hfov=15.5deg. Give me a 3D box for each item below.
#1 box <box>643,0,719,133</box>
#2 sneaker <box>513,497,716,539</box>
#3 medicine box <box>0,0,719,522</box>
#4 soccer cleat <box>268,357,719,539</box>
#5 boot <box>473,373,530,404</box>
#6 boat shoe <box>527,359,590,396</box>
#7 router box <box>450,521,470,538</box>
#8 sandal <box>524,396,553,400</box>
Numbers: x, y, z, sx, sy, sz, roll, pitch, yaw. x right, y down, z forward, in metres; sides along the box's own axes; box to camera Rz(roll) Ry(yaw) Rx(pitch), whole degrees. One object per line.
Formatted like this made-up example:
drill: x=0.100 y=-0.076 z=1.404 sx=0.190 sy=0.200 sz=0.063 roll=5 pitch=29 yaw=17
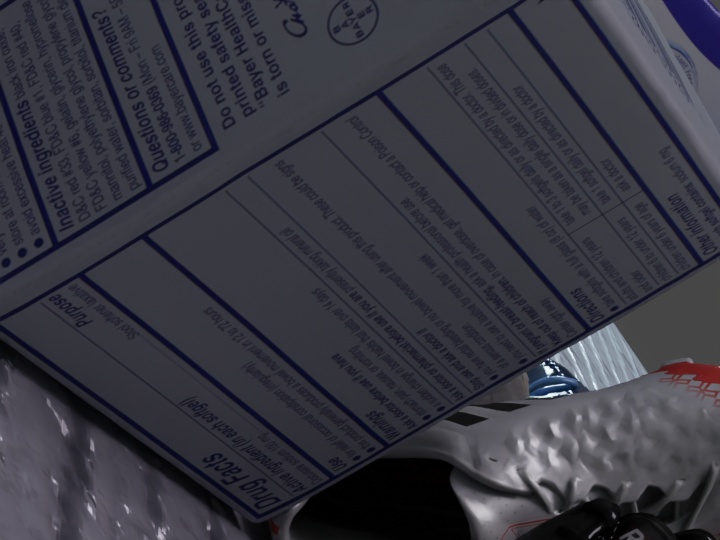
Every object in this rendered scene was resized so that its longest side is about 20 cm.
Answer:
box: x=0.044 y=-0.114 z=1.117 sx=0.184 sy=0.105 sz=0.200 roll=43 pitch=-7 yaw=-24
sneaker: x=0.050 y=0.113 z=0.815 sx=0.200 sy=0.098 sz=0.071 roll=2 pitch=51 yaw=-50
medicine box: x=-0.007 y=-0.036 z=0.808 sx=0.182 sy=0.200 sz=0.103 roll=44 pitch=19 yaw=-55
soccer cleat: x=0.064 y=0.073 z=0.897 sx=0.085 sy=0.199 sz=0.069 roll=-73 pitch=160 yaw=-67
boot: x=-0.002 y=0.000 z=1.053 sx=0.200 sy=0.072 sz=0.182 roll=-6 pitch=73 yaw=-67
boat shoe: x=0.088 y=0.091 z=1.257 sx=0.069 sy=0.084 sz=0.200 roll=49 pitch=11 yaw=-28
router box: x=0.084 y=0.203 z=0.954 sx=0.200 sy=0.051 sz=0.149 roll=63 pitch=9 yaw=31
sandal: x=0.116 y=0.089 z=1.160 sx=0.200 sy=0.075 sz=0.048 roll=22 pitch=73 yaw=-64
